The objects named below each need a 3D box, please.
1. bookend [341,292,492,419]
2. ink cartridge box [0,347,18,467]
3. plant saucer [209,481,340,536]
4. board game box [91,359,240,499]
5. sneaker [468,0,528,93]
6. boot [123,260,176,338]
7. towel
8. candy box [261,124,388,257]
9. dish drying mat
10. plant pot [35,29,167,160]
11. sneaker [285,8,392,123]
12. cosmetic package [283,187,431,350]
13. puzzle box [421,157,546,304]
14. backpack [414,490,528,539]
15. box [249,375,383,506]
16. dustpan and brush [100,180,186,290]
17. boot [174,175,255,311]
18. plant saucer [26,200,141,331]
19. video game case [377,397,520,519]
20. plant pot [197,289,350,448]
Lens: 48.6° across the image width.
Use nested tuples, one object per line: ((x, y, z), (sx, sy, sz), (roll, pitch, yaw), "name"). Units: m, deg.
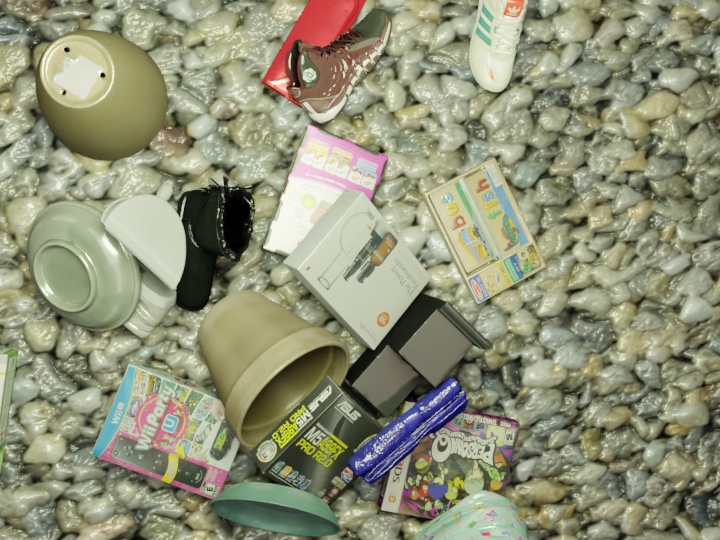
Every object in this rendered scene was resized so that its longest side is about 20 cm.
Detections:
((0.073, 0.140, 1.191), (0.092, 0.200, 0.199), (43, 86, -7), "bookend")
((-0.576, 0.211, 1.171), (0.103, 0.059, 0.201), (9, 91, -9), "ink cartridge box")
((-0.124, 0.355, 1.192), (0.199, 0.200, 0.036), (16, 60, -8), "plant saucer")
((-0.283, 0.242, 1.214), (0.199, 0.064, 0.148), (23, 89, -8), "board game box")
((0.219, -0.382, 1.242), (0.070, 0.093, 0.201), (6, 91, -8), "sneaker")
((-0.370, 0.013, 1.187), (0.200, 0.074, 0.096), (42, 112, 10), "boot")
((0.076, 0.246, 1.187), (0.200, 0.148, 0.050), (-38, 69, -5), "towel")
((-0.056, -0.105, 1.231), (0.136, 0.061, 0.201), (21, 89, -10), "candy box")
((-0.071, -0.358, 1.239), (0.077, 0.018, 0.201), (31, 88, -7), "dish drying mat")
((-0.372, -0.256, 1.110), (0.186, 0.200, 0.188), (0, 93, -9), "plant pot")
((-0.041, -0.331, 1.197), (0.115, 0.076, 0.201), (34, 87, -37), "sneaker")
((0.000, 0.000, 1.199), (0.151, 0.052, 0.200), (-50, 124, -11), "cosmetic package")
((0.199, -0.064, 1.288), (0.133, 0.025, 0.201), (-28, 96, -5), "puzzle box")
((0.169, 0.438, 1.228), (0.166, 0.127, 0.200), (26, 122, -31), "backpack")
((-0.052, 0.265, 1.196), (0.160, 0.044, 0.200), (-43, 140, -4), "box")
((-0.294, -0.074, 1.143), (0.057, 0.201, 0.140), (-22, 124, 33), "dustpan and brush")
((-0.214, -0.034, 1.157), (0.073, 0.162, 0.199), (4, 90, -36), "boot")
((-0.409, 0.002, 1.140), (0.199, 0.050, 0.201), (9, 114, 20), "plant saucer")
((0.143, 0.313, 1.291), (0.199, 0.036, 0.182), (13, 92, -9), "video game case")
((-0.144, 0.128, 1.164), (0.200, 0.200, 0.173), (-45, 61, -4), "plant pot")
